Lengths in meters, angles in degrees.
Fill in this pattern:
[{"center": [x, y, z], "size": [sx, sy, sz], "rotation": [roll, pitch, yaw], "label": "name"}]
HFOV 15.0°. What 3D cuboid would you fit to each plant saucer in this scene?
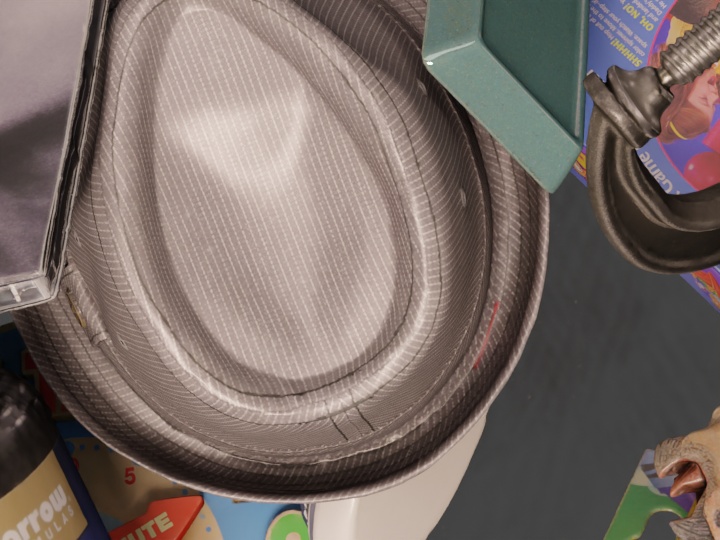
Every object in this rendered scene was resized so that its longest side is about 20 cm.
[{"center": [0.052, -0.119, 0.885], "size": [0.019, 0.070, 0.200], "rotation": [-25, 40, 29], "label": "plant saucer"}]

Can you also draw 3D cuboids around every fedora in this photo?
[{"center": [-0.031, -0.027, 0.828], "size": [0.177, 0.090, 0.200], "rotation": [-15, 86, 1], "label": "fedora"}]

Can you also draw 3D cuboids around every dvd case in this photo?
[{"center": [-0.145, -0.054, 0.810], "size": [0.149, 0.016, 0.200], "rotation": [-13, 44, 18], "label": "dvd case"}]

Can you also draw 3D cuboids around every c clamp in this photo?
[{"center": [0.139, -0.083, 0.834], "size": [0.200, 0.171, 0.027], "rotation": [-43, 55, 10], "label": "c clamp"}]

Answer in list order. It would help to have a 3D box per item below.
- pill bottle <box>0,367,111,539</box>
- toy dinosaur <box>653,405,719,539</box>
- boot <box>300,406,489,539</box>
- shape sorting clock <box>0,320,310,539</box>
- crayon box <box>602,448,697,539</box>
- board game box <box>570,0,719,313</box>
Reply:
[{"center": [-0.128, 0.099, 0.826], "size": [0.112, 0.112, 0.200], "rotation": [-23, 105, 2], "label": "pill bottle"}, {"center": [0.173, -0.003, 0.802], "size": [0.200, 0.086, 0.136], "rotation": [-38, 54, 23], "label": "toy dinosaur"}, {"center": [0.000, 0.000, 0.926], "size": [0.090, 0.073, 0.200], "rotation": [13, 81, 32], "label": "boot"}, {"center": [-0.096, 0.109, 0.931], "size": [0.200, 0.039, 0.200], "rotation": [-3, 70, 9], "label": "shape sorting clock"}, {"center": [0.173, 0.088, 0.846], "size": [0.200, 0.052, 0.126], "rotation": [12, 30, 15], "label": "crayon box"}, {"center": [0.123, -0.083, 0.957], "size": [0.134, 0.045, 0.200], "rotation": [-42, 69, -6], "label": "board game box"}]
